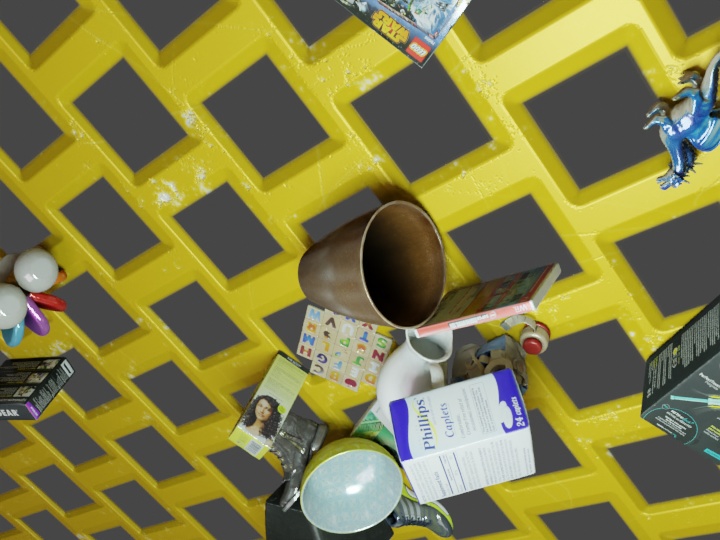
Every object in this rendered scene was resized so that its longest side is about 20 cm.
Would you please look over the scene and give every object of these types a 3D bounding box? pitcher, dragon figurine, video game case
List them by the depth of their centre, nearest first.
[{"bbox_3d":[0.417,-0.187,1.050,0.099,0.059,0.201,33,134,-4],"label":"dragon figurine"},{"bbox_3d":[0.191,0.045,1.289,0.198,0.143,0.018,-17,103,34],"label":"video game case"},{"bbox_3d":[0.096,0.190,1.435,0.119,0.173,0.202,8,132,-9],"label":"pitcher"}]

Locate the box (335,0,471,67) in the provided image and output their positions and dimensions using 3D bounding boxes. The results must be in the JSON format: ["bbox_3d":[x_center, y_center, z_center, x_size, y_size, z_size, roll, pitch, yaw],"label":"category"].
[{"bbox_3d":[0.040,-0.372,1.085,0.199,0.040,0.137,36,132,-7],"label":"box"}]

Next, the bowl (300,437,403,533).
[{"bbox_3d":[-0.024,0.388,1.640,0.197,0.108,0.203,-5,119,-10],"label":"bowl"}]

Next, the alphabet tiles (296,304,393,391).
[{"bbox_3d":[-0.031,0.139,1.563,0.164,0.006,0.202,22,133,6],"label":"alphabet tiles"}]

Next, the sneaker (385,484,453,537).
[{"bbox_3d":[0.096,0.494,1.745,0.198,0.081,0.074,29,134,0],"label":"sneaker"}]

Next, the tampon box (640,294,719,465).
[{"bbox_3d":[0.525,0.152,1.233,0.149,0.127,0.201,31,133,-4],"label":"tampon box"}]

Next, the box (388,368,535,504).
[{"bbox_3d":[0.159,0.258,1.325,0.197,0.106,0.185,-16,144,4],"label":"box"}]

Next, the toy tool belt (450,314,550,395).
[{"bbox_3d":[0.222,0.174,1.394,0.125,0.124,0.200,41,132,-12],"label":"toy tool belt"}]

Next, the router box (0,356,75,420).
[{"bbox_3d":[-0.750,0.260,1.898,0.197,0.150,0.052,-5,125,29],"label":"router box"}]

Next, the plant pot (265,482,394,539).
[{"bbox_3d":[-0.084,0.513,1.759,0.197,0.200,0.180,-2,117,42],"label":"plant pot"}]

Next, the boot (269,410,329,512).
[{"bbox_3d":[-0.169,0.349,1.687,0.172,0.202,0.069,23,161,1],"label":"boot"}]

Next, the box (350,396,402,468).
[{"bbox_3d":[0.093,0.321,1.636,0.198,0.036,0.145,32,134,0],"label":"box"}]

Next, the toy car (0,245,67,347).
[{"bbox_3d":[-0.648,0.058,1.657,0.174,0.201,0.150,-4,134,50],"label":"toy car"}]

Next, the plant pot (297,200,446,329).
[{"bbox_3d":[0.000,0.000,1.335,0.198,0.188,0.188,-7,125,46],"label":"plant pot"}]

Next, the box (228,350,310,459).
[{"bbox_3d":[-0.165,0.243,1.577,0.075,0.201,0.050,34,131,-7],"label":"box"}]
